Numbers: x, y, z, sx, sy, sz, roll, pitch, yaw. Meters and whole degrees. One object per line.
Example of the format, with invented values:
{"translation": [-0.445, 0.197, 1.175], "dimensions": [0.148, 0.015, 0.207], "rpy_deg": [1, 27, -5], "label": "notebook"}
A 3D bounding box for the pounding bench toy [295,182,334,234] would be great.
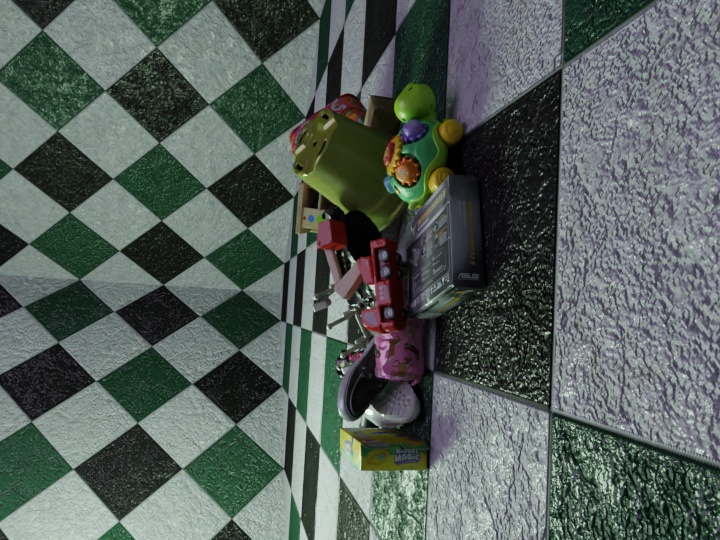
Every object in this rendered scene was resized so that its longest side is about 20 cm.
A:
{"translation": [-0.053, -0.155, 1.520], "dimensions": [0.200, 0.153, 0.127], "rpy_deg": [-24, -58, -69], "label": "pounding bench toy"}

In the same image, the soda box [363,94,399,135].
{"translation": [0.034, -0.282, 1.314], "dimensions": [0.068, 0.063, 0.202], "rpy_deg": [-99, 17, -45], "label": "soda box"}

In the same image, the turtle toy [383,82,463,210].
{"translation": [0.091, -0.195, 0.934], "dimensions": [0.146, 0.099, 0.204], "rpy_deg": [156, 125, -76], "label": "turtle toy"}

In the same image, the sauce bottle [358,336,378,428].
{"translation": [0.028, 0.233, 1.178], "dimensions": [0.065, 0.063, 0.204], "rpy_deg": [-118, 34, -67], "label": "sauce bottle"}

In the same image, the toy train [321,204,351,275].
{"translation": [-0.041, -0.052, 1.142], "dimensions": [0.034, 0.046, 0.202], "rpy_deg": [37, 153, 28], "label": "toy train"}

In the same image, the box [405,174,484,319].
{"translation": [0.120, -0.026, 0.879], "dimensions": [0.200, 0.047, 0.162], "rpy_deg": [128, 145, -68], "label": "box"}

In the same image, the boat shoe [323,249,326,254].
{"translation": [-0.049, -0.059, 1.264], "dimensions": [0.200, 0.063, 0.075], "rpy_deg": [109, 162, -74], "label": "boat shoe"}

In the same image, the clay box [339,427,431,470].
{"translation": [0.038, 0.303, 0.999], "dimensions": [0.200, 0.113, 0.049], "rpy_deg": [154, 119, -76], "label": "clay box"}

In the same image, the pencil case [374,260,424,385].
{"translation": [0.069, 0.088, 0.996], "dimensions": [0.086, 0.081, 0.204], "rpy_deg": [168, 107, -65], "label": "pencil case"}

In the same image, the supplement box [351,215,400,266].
{"translation": [0.024, -0.046, 1.262], "dimensions": [0.126, 0.072, 0.204], "rpy_deg": [-118, 34, -66], "label": "supplement box"}

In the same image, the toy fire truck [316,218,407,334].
{"translation": [0.000, 0.008, 0.974], "dimensions": [0.139, 0.048, 0.204], "rpy_deg": [-12, 78, 31], "label": "toy fire truck"}

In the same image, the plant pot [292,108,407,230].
{"translation": [-0.020, -0.198, 1.099], "dimensions": [0.199, 0.182, 0.204], "rpy_deg": [-31, 47, 40], "label": "plant pot"}

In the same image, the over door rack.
{"translation": [-0.045, 0.112, 1.197], "dimensions": [0.150, 0.066, 0.200], "rpy_deg": [65, -167, -7], "label": "over door rack"}

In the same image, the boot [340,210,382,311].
{"translation": [0.000, 0.000, 1.127], "dimensions": [0.202, 0.076, 0.168], "rpy_deg": [58, 155, -1], "label": "boot"}

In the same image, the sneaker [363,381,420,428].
{"translation": [0.056, 0.247, 1.060], "dimensions": [0.081, 0.076, 0.199], "rpy_deg": [54, 157, -13], "label": "sneaker"}

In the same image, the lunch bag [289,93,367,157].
{"translation": [-0.050, -0.298, 1.391], "dimensions": [0.176, 0.198, 0.083], "rpy_deg": [45, -161, -43], "label": "lunch bag"}

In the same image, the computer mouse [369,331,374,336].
{"translation": [0.065, 0.096, 1.144], "dimensions": [0.059, 0.034, 0.200], "rpy_deg": [-64, 10, -20], "label": "computer mouse"}

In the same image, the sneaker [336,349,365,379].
{"translation": [-0.007, 0.208, 1.293], "dimensions": [0.200, 0.086, 0.075], "rpy_deg": [133, 139, -70], "label": "sneaker"}

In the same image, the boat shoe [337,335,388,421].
{"translation": [0.025, 0.177, 1.040], "dimensions": [0.056, 0.069, 0.201], "rpy_deg": [-20, 27, 45], "label": "boat shoe"}
